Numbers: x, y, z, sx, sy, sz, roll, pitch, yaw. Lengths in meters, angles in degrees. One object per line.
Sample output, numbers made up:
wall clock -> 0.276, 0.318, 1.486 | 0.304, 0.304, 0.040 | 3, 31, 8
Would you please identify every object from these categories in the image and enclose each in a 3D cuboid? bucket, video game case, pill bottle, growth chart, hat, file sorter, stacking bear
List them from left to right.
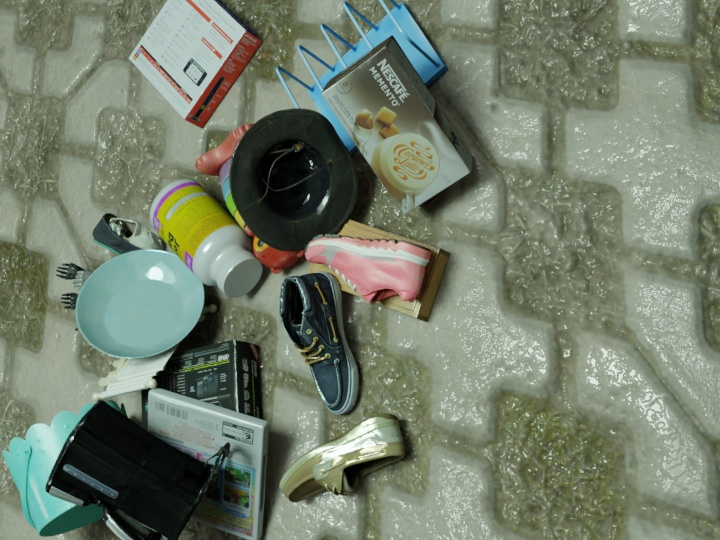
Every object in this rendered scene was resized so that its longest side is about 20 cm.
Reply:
bucket -> -0.432, 0.307, 1.480 | 0.206, 0.206, 0.136 | -34, 71, 20
growth chart -> -0.321, 0.124, 1.490 | 0.143, 0.018, 0.201 | -11, 32, 35
video game case -> -0.225, 0.280, 1.400 | 0.196, 0.024, 0.186 | 12, 109, 22
pill bottle -> -0.236, -0.047, 1.494 | 0.200, 0.104, 0.105 | 43, 102, 32
stacking bear -> -0.147, -0.098, 1.450 | 0.120, 0.113, 0.203 | -31, 75, 25
hat -> -0.104, -0.132, 1.366 | 0.203, 0.198, 0.081 | -64, 28, 3
file sorter -> -0.006, -0.296, 1.398 | 0.199, 0.122, 0.140 | -40, 61, 19

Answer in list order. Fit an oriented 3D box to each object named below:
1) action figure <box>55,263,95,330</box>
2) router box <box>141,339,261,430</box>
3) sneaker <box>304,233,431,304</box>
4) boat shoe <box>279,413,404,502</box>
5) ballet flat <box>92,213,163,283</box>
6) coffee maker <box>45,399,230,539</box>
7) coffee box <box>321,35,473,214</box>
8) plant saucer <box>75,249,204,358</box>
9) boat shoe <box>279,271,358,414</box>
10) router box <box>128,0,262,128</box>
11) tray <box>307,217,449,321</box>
action figure -> -0.427, 0.052, 1.583 | 0.198, 0.101, 0.121 | 14, 107, 40
router box -> -0.243, 0.199, 1.466 | 0.197, 0.062, 0.153 | -13, 72, 29
sneaker -> 0.000, 0.000, 1.313 | 0.197, 0.073, 0.089 | 5, 85, 34
boat shoe -> -0.026, 0.268, 1.307 | 0.199, 0.074, 0.067 | -36, 57, 20
ballet flat -> -0.376, -0.043, 1.604 | 0.198, 0.073, 0.074 | 30, 95, 36
coffee maker -> -0.309, 0.271, 1.338 | 0.198, 0.135, 0.194 | 32, 86, -5
coffee box -> 0.052, -0.196, 1.299 | 0.113, 0.080, 0.201 | -30, 106, 21
plant saucer -> -0.337, 0.058, 1.489 | 0.196, 0.039, 0.204 | 0, 53, 0
boat shoe -> -0.064, 0.104, 1.342 | 0.070, 0.090, 0.204 | -15, 83, 35
router box -> -0.282, -0.372, 1.633 | 0.180, 0.049, 0.200 | -51, 58, 12
tray -> 0.022, -0.007, 1.365 | 0.197, 0.037, 0.100 | 19, 89, 33
